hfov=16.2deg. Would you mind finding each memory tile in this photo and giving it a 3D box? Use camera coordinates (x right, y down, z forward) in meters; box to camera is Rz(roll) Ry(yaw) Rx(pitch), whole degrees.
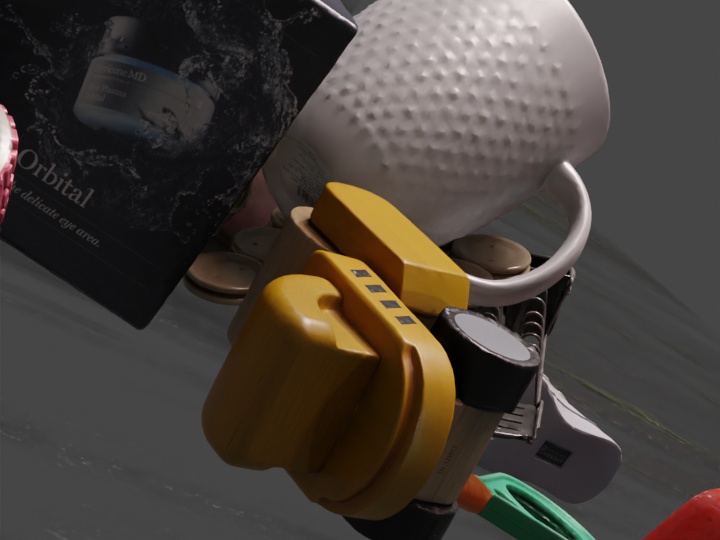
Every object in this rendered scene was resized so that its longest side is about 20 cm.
[{"bbox_3d":[0.000,0.000,1.500,0.153,0.017,0.200,21,27,23],"label":"memory tile"}]

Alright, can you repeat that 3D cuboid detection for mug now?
[{"bbox_3d":[0.050,-0.068,1.486,0.200,0.175,0.148,51,-25,13],"label":"mug"}]

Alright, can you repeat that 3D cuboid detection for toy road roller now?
[{"bbox_3d":[-0.020,0.042,1.272,0.146,0.123,0.200,15,21,-40],"label":"toy road roller"}]

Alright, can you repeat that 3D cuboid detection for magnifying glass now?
[{"bbox_3d":[0.079,0.136,1.494,0.200,0.022,0.080,26,14,-50],"label":"magnifying glass"}]

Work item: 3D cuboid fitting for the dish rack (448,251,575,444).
[{"bbox_3d":[0.046,0.037,1.517,0.153,0.055,0.200,11,22,3],"label":"dish rack"}]

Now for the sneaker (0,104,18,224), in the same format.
[{"bbox_3d":[-0.223,-0.060,1.155,0.074,0.081,0.200,8,19,-43],"label":"sneaker"}]

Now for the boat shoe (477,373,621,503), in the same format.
[{"bbox_3d":[0.095,0.085,1.658,0.086,0.075,0.202,44,9,38],"label":"boat shoe"}]

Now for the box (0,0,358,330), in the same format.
[{"bbox_3d":[-0.141,-0.112,1.327,0.196,0.200,0.117,34,9,-16],"label":"box"}]

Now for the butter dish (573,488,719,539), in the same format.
[{"bbox_3d":[0.256,0.192,1.483,0.200,0.148,0.199,43,9,37],"label":"butter dish"}]

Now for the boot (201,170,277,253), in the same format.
[{"bbox_3d":[-0.068,-0.020,1.577,0.166,0.072,0.200,46,19,-1],"label":"boot"}]

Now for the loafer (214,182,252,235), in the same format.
[{"bbox_3d":[-0.083,-0.116,1.500,0.076,0.068,0.201,27,55,-40],"label":"loafer"}]
